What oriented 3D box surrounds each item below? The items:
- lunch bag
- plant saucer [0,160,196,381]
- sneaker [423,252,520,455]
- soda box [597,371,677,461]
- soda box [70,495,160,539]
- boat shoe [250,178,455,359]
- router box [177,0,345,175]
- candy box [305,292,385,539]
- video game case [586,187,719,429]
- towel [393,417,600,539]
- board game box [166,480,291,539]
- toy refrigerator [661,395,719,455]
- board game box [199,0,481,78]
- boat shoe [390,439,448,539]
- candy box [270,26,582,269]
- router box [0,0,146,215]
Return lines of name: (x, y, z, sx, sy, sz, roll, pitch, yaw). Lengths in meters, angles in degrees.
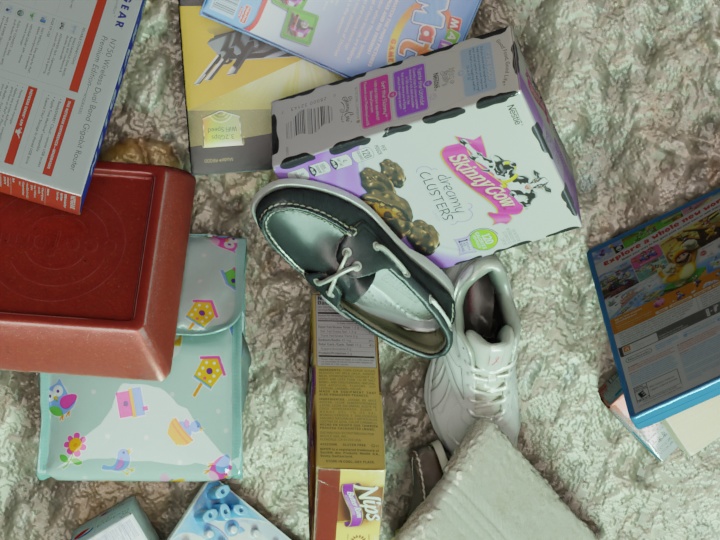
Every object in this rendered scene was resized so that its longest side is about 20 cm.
lunch bag: (-0.171, 0.066, 1.562, 0.168, 0.122, 0.203, 1, 85, -2)
plant saucer: (-0.235, -0.014, 1.517, 0.197, 0.037, 0.202, 4, 55, 0)
sneaker: (0.094, 0.075, 1.584, 0.077, 0.099, 0.202, -10, 99, -11)
soda box: (0.290, 0.061, 1.614, 0.200, 0.064, 0.068, -44, 98, 4)
soda box: (-0.163, 0.291, 1.616, 0.063, 0.068, 0.201, -29, 98, -1)
boat shoe: (0.000, 0.000, 1.493, 0.199, 0.061, 0.076, 29, 126, -28)
router box: (-0.043, -0.163, 1.569, 0.198, 0.052, 0.159, -5, 98, -3)
candy box: (-0.014, 0.125, 1.522, 0.056, 0.201, 0.118, 2, 128, -3)
video game case: (0.259, 0.023, 1.533, 0.142, 0.201, 0.018, -26, 128, 15)
towel: (0.116, 0.224, 1.589, 0.133, 0.034, 0.200, -54, 124, -19)
board game box: (-0.097, 0.306, 1.586, 0.200, 0.026, 0.201, 41, 66, -18)
toy refrigerator: (0.315, 0.055, 1.550, 0.199, 0.070, 0.076, -36, 91, 1)
board game box: (-0.005, -0.228, 1.516, 0.198, 0.037, 0.153, 23, 95, -7)
boat shoe: (0.057, 0.242, 1.623, 0.059, 0.072, 0.202, -8, 102, -3)
candy box: (0.052, -0.081, 1.511, 0.198, 0.072, 0.168, -17, 138, 14)
router box: (-0.273, -0.164, 1.517, 0.178, 0.049, 0.202, 17, 72, -5)
